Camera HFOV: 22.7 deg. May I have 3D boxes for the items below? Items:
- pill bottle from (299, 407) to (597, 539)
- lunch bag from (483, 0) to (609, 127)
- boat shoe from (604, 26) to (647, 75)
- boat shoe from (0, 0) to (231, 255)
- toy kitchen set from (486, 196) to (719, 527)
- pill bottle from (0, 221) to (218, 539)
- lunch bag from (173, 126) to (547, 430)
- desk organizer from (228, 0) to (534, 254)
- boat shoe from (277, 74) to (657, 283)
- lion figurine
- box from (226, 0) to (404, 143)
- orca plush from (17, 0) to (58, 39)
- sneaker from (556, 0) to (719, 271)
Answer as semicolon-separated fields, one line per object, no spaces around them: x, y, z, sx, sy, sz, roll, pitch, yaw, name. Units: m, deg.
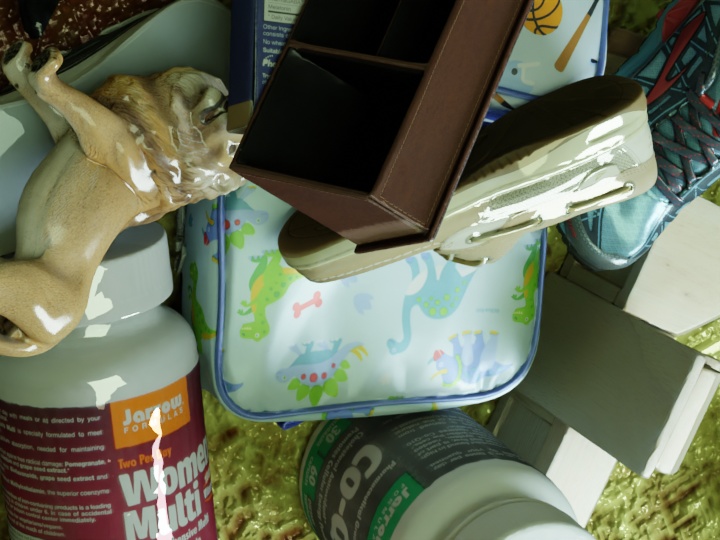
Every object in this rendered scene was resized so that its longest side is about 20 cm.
0.050;0.142;0.971;0.112;0.200;0.114;-6;106;-21;pill bottle
0.035;-0.156;0.932;0.199;0.075;0.162;10;82;-23;lunch bag
0.222;-0.102;1.049;0.199;0.076;0.072;5;101;-26;boat shoe
-0.151;-0.075;0.901;0.199;0.068;0.074;-41;112;-15;boat shoe
0.205;0.075;1.039;0.180;0.163;0.201;23;95;-27;toy kitchen set
-0.134;0.080;0.927;0.109;0.110;0.202;-11;109;-20;pill bottle
0.000;0.000;0.976;0.199;0.082;0.162;-4;104;-22;lunch bag
0.023;-0.116;0.808;0.077;0.072;0.201;30;73;-22;desk organizer
0.057;-0.032;0.902;0.199;0.072;0.065;-23;120;-7;boat shoe
-0.134;-0.025;0.828;0.122;0.072;0.201;45;71;-32;lion figurine
-0.002;-0.160;0.854;0.120;0.032;0.202;4;86;-29;box
-0.221;-0.177;0.839;0.105;0.071;0.200;-49;117;-4;orca plush
0.175;-0.087;0.951;0.079;0.095;0.201;34;86;-21;sneaker
